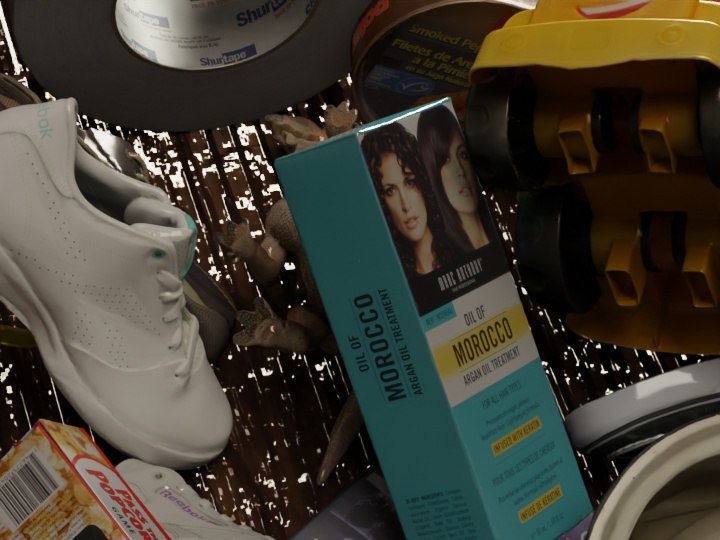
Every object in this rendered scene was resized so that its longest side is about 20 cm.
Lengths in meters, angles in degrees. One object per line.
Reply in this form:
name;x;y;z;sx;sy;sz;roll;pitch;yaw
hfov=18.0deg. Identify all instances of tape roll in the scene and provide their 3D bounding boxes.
tape roll;-0.076;-0.156;1.113;0.199;0.201;0.066;-5;55;-18

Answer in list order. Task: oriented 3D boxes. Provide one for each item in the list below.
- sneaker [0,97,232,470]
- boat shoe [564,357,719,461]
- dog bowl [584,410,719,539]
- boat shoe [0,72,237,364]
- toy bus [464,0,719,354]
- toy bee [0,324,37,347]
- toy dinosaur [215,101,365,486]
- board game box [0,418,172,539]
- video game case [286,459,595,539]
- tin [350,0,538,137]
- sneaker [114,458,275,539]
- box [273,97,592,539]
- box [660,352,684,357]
sneaker;-0.100;0.008;0.997;0.088;0.200;0.075;-26;34;18
boat shoe;0.193;0.080;1.094;0.199;0.074;0.068;-4;72;-31
dog bowl;0.179;0.166;1.002;0.199;0.074;0.201;5;67;-12
boat shoe;-0.132;-0.035;1.090;0.200;0.075;0.073;39;49;8
toy bus;0.147;-0.087;1.037;0.135;0.200;0.192;2;54;27
toy bee;-0.202;0.004;1.040;0.131;0.109;0.200;30;77;-1
toy dinosaur;0.000;0.000;1.102;0.086;0.135;0.201;-18;77;22
board game box;-0.113;0.184;0.895;0.151;0.046;0.200;-43;71;7
video game case;0.032;0.158;1.026;0.143;0.019;0.200;41;54;16
tin;0.089;-0.097;1.155;0.199;0.112;0.042;14;50;-24
sneaker;-0.073;0.121;0.971;0.199;0.075;0.100;7;44;11
box;0.034;0.031;1.002;0.082;0.049;0.201;-25;97;-53
box;0.250;-0.053;1.139;0.048;0.193;0.200;49;49;-25
